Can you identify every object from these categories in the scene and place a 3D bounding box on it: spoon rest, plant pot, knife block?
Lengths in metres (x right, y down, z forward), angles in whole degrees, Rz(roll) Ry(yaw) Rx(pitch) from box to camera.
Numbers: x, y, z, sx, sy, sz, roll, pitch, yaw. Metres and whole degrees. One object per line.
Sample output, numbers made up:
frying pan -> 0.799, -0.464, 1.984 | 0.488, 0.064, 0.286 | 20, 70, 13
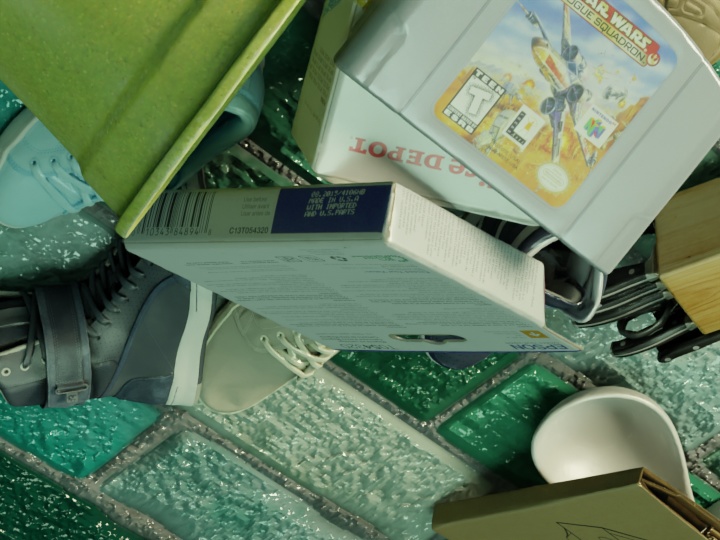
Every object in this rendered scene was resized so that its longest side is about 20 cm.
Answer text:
spoon rest -> 0.200, 0.144, 1.660 | 0.099, 0.061, 0.200 | -37, 128, 24
plant pot -> -0.134, -0.153, 1.240 | 0.184, 0.201, 0.201 | 38, 122, -5
knife block -> 0.221, -0.018, 1.487 | 0.174, 0.064, 0.201 | 9, 142, -9

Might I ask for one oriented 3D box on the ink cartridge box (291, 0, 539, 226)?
ink cartridge box -> 0.057, -0.142, 1.302 | 0.146, 0.086, 0.202 | 12, 107, -15

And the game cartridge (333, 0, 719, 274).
game cartridge -> 0.100, -0.104, 1.260 | 0.199, 0.042, 0.133 | 36, 103, -21

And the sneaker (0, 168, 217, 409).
sneaker -> -0.165, 0.012, 1.472 | 0.145, 0.077, 0.203 | 0, 134, -12

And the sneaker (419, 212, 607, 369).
sneaker -> 0.093, 0.014, 1.489 | 0.070, 0.109, 0.201 | 13, 130, -19

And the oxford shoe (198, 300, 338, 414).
oxford shoe -> -0.037, 0.036, 1.527 | 0.075, 0.058, 0.200 | 31, 124, -34

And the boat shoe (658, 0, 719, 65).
boat shoe -> 0.116, -0.138, 1.393 | 0.199, 0.063, 0.074 | -12, 109, -6

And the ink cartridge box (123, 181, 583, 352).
ink cartridge box -> 0.000, 0.000, 1.369 | 0.195, 0.044, 0.199 | -1, 162, 39

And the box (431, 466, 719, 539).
box -> 0.171, 0.194, 1.671 | 0.163, 0.021, 0.199 | 35, 147, -32

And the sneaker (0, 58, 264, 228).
sneaker -> -0.143, -0.071, 1.393 | 0.199, 0.082, 0.074 | -32, 129, 20
